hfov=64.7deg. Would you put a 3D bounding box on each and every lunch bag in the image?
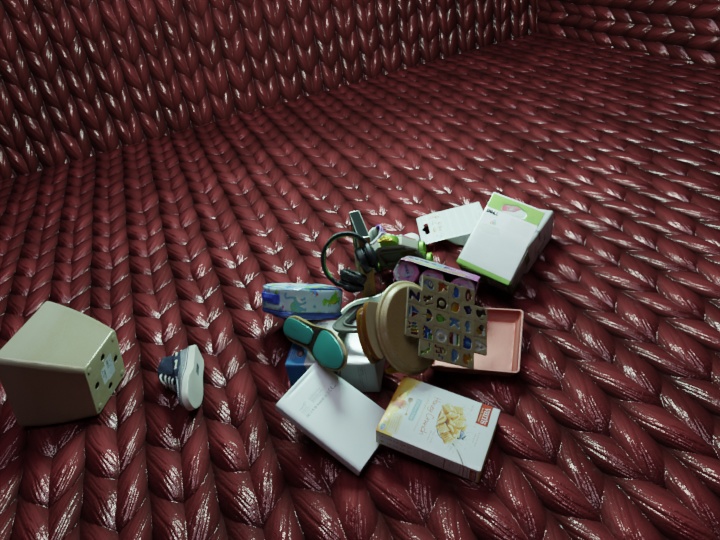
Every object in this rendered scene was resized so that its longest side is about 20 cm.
[{"bbox_3d":[-0.143,0.072,1.338,0.157,0.085,0.199,4,-1,-29],"label":"lunch bag"}]

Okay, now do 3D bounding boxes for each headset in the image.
[{"bbox_3d":[0.000,0.000,1.283,0.125,0.198,0.094,-53,7,6],"label":"headset"}]

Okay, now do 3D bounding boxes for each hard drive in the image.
[{"bbox_3d":[-0.045,0.273,1.075,0.198,0.027,0.132,32,48,18],"label":"hard drive"}]

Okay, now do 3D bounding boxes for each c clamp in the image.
[{"bbox_3d":[0.035,0.096,1.234,0.167,0.028,0.199,3,18,27],"label":"c clamp"}]

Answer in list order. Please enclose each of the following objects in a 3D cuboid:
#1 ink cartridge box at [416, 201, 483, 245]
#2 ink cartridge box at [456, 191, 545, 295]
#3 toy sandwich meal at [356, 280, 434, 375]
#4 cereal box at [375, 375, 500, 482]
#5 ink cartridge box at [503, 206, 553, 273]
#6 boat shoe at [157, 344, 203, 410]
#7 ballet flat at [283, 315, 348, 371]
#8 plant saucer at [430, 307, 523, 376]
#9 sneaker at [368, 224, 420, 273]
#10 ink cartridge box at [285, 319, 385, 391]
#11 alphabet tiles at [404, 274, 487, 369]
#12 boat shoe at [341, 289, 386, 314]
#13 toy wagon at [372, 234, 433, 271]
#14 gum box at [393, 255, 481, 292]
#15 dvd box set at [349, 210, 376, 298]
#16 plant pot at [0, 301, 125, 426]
[{"bbox_3d":[0.269,-0.120,1.646,0.195,0.051,0.164,-16,33,8],"label":"ink cartridge box"},{"bbox_3d":[0.348,-0.067,1.388,0.146,0.076,0.203,26,82,29],"label":"ink cartridge box"},{"bbox_3d":[0.082,0.120,1.146,0.070,0.208,0.205,-17,19,47],"label":"toy sandwich meal"},{"bbox_3d":[0.143,0.283,1.038,0.196,0.040,0.144,15,40,20],"label":"cereal box"},{"bbox_3d":[0.409,-0.089,1.510,0.144,0.084,0.200,14,40,33],"label":"ink cartridge box"},{"bbox_3d":[-0.402,0.247,1.254,0.091,0.076,0.201,-19,25,-2],"label":"boat shoe"},{"bbox_3d":[-0.079,0.145,1.157,0.198,0.063,0.070,29,94,42],"label":"ballet flat"},{"bbox_3d":[0.248,0.155,1.230,0.195,0.037,0.201,2,36,18],"label":"plant saucer"},{"bbox_3d":[0.086,-0.082,1.565,0.198,0.117,0.072,-30,36,-30],"label":"sneaker"},{"bbox_3d":[-0.047,0.183,1.226,0.195,0.086,0.146,-3,33,12],"label":"ink cartridge box"},{"bbox_3d":[0.176,0.103,1.146,0.196,0.006,0.170,16,64,-22],"label":"alphabet tiles"},{"bbox_3d":[0.040,0.093,1.360,0.197,0.063,0.075,-23,32,-22],"label":"boat shoe"},{"bbox_3d":[0.095,-0.048,1.443,0.152,0.200,0.040,-6,63,21],"label":"toy wagon"},{"bbox_3d":[0.179,0.022,1.341,0.196,0.068,0.113,17,9,14],"label":"gum box"},{"bbox_3d":[0.006,-0.027,1.421,0.029,0.204,0.147,-10,32,-6],"label":"dvd box set"},{"bbox_3d":[-0.645,0.216,1.264,0.172,0.204,0.202,6,34,5],"label":"plant pot"}]
